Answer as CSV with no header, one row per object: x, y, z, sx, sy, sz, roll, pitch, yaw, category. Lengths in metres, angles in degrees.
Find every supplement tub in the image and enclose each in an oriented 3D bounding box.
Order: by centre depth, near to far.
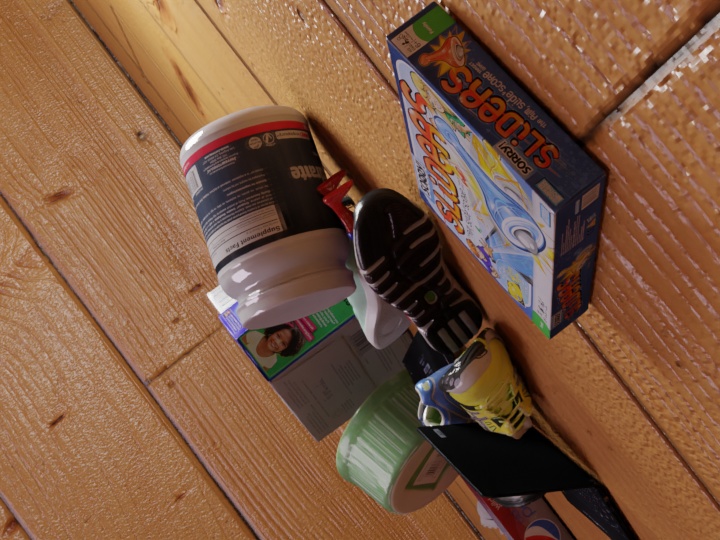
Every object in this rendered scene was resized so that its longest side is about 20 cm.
-0.093,-0.054,1.163,0.140,0.140,0.200,89,161,-79,supplement tub

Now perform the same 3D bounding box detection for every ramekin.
0.072,0.237,1.554,0.098,0.200,0.200,39,167,32,ramekin

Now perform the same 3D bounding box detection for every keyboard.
0.077,0.095,1.389,0.127,0.021,0.200,61,165,14,keyboard

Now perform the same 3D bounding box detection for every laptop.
0.178,0.234,1.169,0.200,0.103,0.177,55,173,-23,laptop

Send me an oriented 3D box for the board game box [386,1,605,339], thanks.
0.079,-0.048,0.656,0.135,0.034,0.200,50,173,22,board game box

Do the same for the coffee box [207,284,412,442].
-0.064,0.084,1.638,0.198,0.200,0.200,48,172,37,coffee box

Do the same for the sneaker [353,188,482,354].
0.030,-0.014,1.028,0.116,0.076,0.200,50,174,50,sneaker

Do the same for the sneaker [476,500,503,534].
0.212,0.342,1.715,0.081,0.076,0.200,63,170,5,sneaker

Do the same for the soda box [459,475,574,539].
0.219,0.332,1.546,0.200,0.070,0.063,53,175,0,soda box

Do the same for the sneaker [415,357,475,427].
0.104,0.165,1.279,0.200,0.077,0.076,79,169,-48,sneaker

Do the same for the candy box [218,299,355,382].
-0.072,0.038,1.448,0.077,0.200,0.169,53,174,-15,candy box

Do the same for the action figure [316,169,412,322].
0.032,-0.010,1.135,0.200,0.052,0.065,56,177,-23,action figure

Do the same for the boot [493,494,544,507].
0.150,0.201,1.383,0.131,0.068,0.200,61,170,-20,boot

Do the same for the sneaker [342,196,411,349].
0.000,0.000,1.281,0.118,0.074,0.201,41,158,32,sneaker

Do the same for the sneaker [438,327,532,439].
0.127,0.110,1.058,0.076,0.075,0.200,43,-179,20,sneaker
